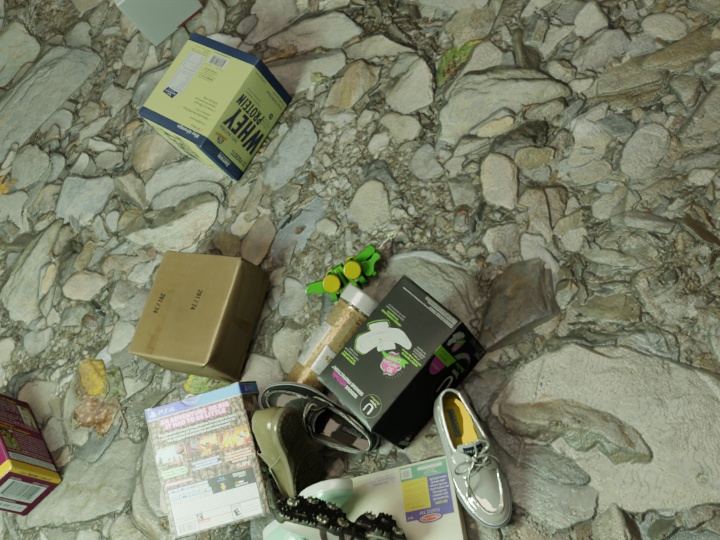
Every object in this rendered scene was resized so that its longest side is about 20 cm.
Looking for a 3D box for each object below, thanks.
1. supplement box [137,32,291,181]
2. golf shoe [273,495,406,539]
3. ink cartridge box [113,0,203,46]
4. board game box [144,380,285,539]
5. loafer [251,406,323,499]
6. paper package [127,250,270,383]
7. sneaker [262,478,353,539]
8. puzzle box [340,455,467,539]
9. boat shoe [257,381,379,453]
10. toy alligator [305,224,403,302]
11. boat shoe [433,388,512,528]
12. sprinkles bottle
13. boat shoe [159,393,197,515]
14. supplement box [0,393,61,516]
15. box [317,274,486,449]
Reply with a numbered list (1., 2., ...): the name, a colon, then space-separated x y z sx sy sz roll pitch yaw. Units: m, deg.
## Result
1. supplement box: -0.282 -0.319 1.631 0.199 0.134 0.201 28 81 33
2. golf shoe: -0.033 0.367 1.143 0.089 0.198 0.077 -66 22 7
3. ink cartridge box: -0.471 -0.637 1.862 0.145 0.145 0.201 -36 57 7
4. board game box: -0.222 0.289 1.298 0.158 0.097 0.202 -16 81 7
5. loafer: -0.109 0.271 1.253 0.067 0.202 0.076 16 42 33
6. paper package: -0.280 0.077 1.470 0.189 0.103 0.202 6 71 29
7. sneaker: -0.062 0.389 1.214 0.201 0.073 0.119 -48 47 31
8. puzzle box: 0.053 0.358 1.226 0.198 0.025 0.134 -17 61 18
9. boat shoe: -0.064 0.220 1.275 0.198 0.071 0.073 19 86 6
10. toy alligator: 0.000 0.000 1.402 0.199 0.059 0.055 -33 99 8
11. boat shoe: 0.158 0.256 1.172 0.074 0.086 0.204 -17 66 -4
12. sprinkles bottle: -0.047 0.121 1.357 0.068 0.068 0.201 31 84 33
13. boat shoe: -0.296 0.302 1.393 0.070 0.070 0.202 8 71 28
14. supplement box: -0.650 0.325 1.518 0.103 0.131 0.200 -42 56 3
15. box: 0.065 0.140 1.246 0.200 0.149 0.124 -49 58 -2
